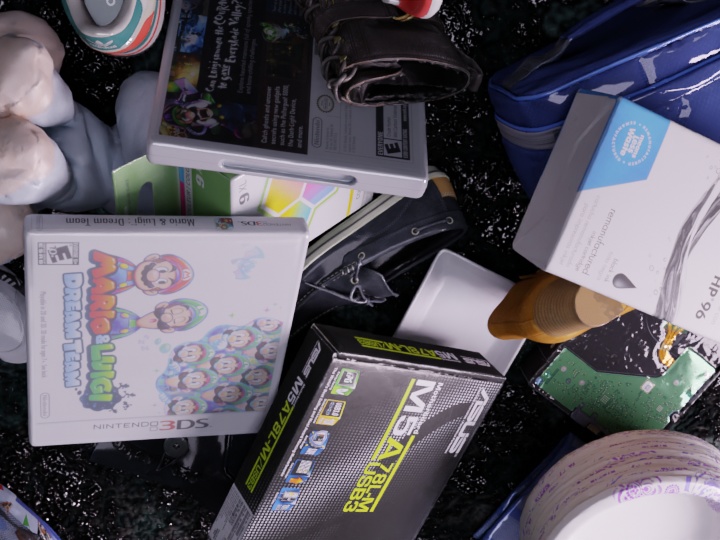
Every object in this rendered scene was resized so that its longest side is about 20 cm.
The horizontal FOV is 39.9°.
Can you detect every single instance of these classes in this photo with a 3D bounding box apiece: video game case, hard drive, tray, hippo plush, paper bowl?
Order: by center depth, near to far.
[{"bbox_3d":[-0.045,-0.141,0.683,0.178,0.203,0.024,7,143,-8],"label":"video game case"},{"bbox_3d":[-0.138,0.046,0.687,0.179,0.024,0.202,0,131,-18],"label":"video game case"},{"bbox_3d":[-0.187,-0.065,0.689,0.158,0.161,0.201,9,135,-23],"label":"hippo plush"},{"bbox_3d":[0.234,0.222,0.845,0.196,0.105,0.204,-2,119,-3],"label":"paper bowl"},{"bbox_3d":[0.251,0.052,0.855,0.139,0.038,0.201,34,102,-16],"label":"hard drive"},{"bbox_3d":[0.066,0.085,0.856,0.106,0.022,0.202,24,105,-14],"label":"tray"}]

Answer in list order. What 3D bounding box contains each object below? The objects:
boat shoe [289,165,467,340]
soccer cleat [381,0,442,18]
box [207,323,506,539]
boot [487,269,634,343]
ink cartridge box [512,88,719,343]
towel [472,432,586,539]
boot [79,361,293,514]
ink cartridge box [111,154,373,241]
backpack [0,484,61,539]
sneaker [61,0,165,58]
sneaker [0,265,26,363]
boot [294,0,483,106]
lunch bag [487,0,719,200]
[{"bbox_3d":[0.000,0.000,0.787,0.199,0.075,0.063,-37,72,4],"label":"boat shoe"},{"bbox_3d":[0.039,-0.240,0.656,0.084,0.202,0.069,1,138,-20],"label":"soccer cleat"},{"bbox_3d":[0.000,0.148,0.791,0.191,0.048,0.202,14,110,-40],"label":"box"},{"bbox_3d":[0.199,-0.006,0.776,0.199,0.144,0.072,-28,94,-19],"label":"boot"},{"bbox_3d":[0.216,-0.025,0.656,0.197,0.068,0.118,21,98,-16],"label":"ink cartridge box"},{"bbox_3d":[0.219,0.258,0.932,0.199,0.024,0.147,38,101,-16],"label":"towel"},{"bbox_3d":[-0.118,0.110,0.816,0.167,0.077,0.201,31,110,-19],"label":"boot"},{"bbox_3d":[-0.072,-0.059,0.697,0.199,0.059,0.105,-34,148,-33],"label":"ink cartridge box"},{"bbox_3d":[-0.320,0.288,0.821,0.199,0.154,0.191,-38,101,15],"label":"backpack"},{"bbox_3d":[-0.151,-0.229,0.590,0.069,0.094,0.204,0,104,-4],"label":"sneaker"},{"bbox_3d":[-0.331,0.023,0.743,0.199,0.115,0.075,36,103,-16],"label":"sneaker"},{"bbox_3d":[-0.028,-0.181,0.658,0.196,0.176,0.070,-3,144,-18],"label":"boot"},{"bbox_3d":[0.201,-0.129,0.733,0.197,0.136,0.134,-25,111,0],"label":"lunch bag"}]
